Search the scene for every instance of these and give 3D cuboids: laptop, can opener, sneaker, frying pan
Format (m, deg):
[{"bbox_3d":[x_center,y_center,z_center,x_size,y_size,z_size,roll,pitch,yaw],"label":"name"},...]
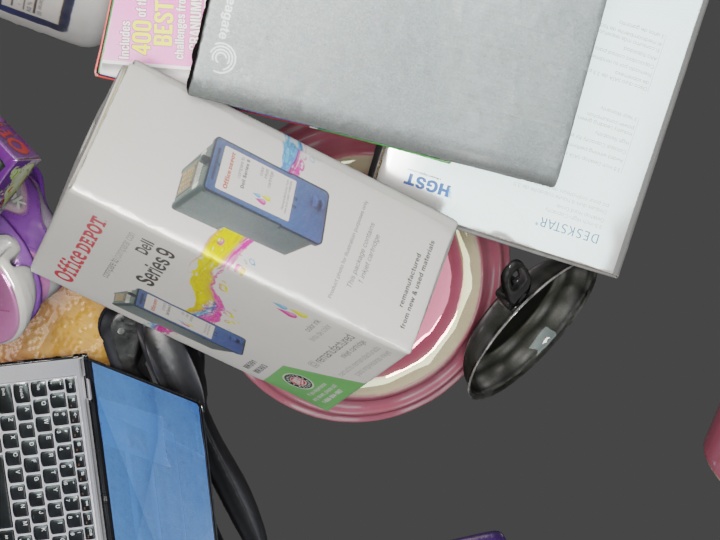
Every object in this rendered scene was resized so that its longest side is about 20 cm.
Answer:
[{"bbox_3d":[-0.185,0.159,0.940,0.197,0.116,0.190,-6,105,-5],"label":"laptop"},{"bbox_3d":[-0.113,0.105,0.977,0.063,0.079,0.202,-14,114,4],"label":"can opener"},{"bbox_3d":[-0.240,-0.053,0.931,0.201,0.088,0.080,52,133,7],"label":"sneaker"},{"bbox_3d":[0.087,0.033,0.937,0.031,0.189,0.115,44,108,22],"label":"frying pan"}]

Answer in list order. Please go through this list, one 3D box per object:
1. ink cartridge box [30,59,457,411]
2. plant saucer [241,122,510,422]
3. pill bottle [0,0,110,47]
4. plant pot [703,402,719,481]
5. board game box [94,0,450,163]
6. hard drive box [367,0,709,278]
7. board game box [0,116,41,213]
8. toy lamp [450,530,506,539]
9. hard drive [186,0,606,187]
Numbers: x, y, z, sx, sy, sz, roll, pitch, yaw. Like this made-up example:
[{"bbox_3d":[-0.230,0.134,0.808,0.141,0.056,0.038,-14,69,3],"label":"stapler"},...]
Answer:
[{"bbox_3d":[-0.069,-0.013,0.854,0.198,0.145,0.088,28,65,-11],"label":"ink cartridge box"},{"bbox_3d":[0.000,0.000,0.975,0.197,0.051,0.204,-1,100,-7],"label":"plant saucer"},{"bbox_3d":[-0.182,-0.196,0.890,0.198,0.111,0.112,19,97,-9],"label":"pill bottle"},{"bbox_3d":[0.314,0.076,0.962,0.198,0.200,0.180,28,111,-10],"label":"plant pot"},{"bbox_3d":[-0.029,-0.156,0.828,0.197,0.040,0.155,14,99,-1],"label":"board game box"},{"bbox_3d":[0.102,-0.117,0.895,0.154,0.077,0.202,17,98,-5],"label":"hard drive box"},{"bbox_3d":[-0.273,-0.084,0.831,0.200,0.032,0.120,45,105,11],"label":"board game box"},{"bbox_3d":[0.142,0.203,1.022,0.197,0.058,0.059,4,99,-6],"label":"toy lamp"},{"bbox_3d":[0.022,-0.135,0.787,0.197,0.033,0.141,13,99,-9],"label":"hard drive"}]
